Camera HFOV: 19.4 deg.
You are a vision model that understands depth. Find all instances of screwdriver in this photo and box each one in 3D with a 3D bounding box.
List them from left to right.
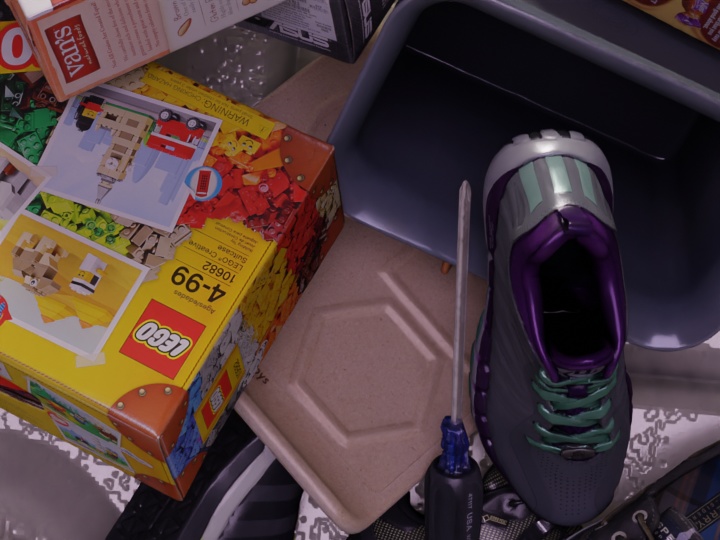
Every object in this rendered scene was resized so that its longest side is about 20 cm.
[{"bbox_3d":[0.039,0.052,0.924,0.029,0.028,0.202,-8,119,-6],"label":"screwdriver"}]

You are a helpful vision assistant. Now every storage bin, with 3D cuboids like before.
[{"bbox_3d":[0.091,-0.069,0.970,0.198,0.135,0.146,23,123,-7],"label":"storage bin"}]

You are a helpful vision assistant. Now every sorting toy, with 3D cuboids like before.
[{"bbox_3d":[0.000,0.000,0.996,0.200,0.037,0.185,-39,83,-28],"label":"sorting toy"}]

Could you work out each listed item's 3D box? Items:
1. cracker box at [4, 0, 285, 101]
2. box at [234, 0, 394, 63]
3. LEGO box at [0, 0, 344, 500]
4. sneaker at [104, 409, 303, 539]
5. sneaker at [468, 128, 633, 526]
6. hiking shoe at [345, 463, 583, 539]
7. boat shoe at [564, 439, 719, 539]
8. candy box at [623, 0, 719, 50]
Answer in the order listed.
[{"bbox_3d":[-0.068,-0.172,0.896,0.199,0.058,0.134,-26,56,-8],"label":"cracker box"},{"bbox_3d":[-0.055,-0.193,0.973,0.199,0.049,0.159,21,62,21],"label":"box"},{"bbox_3d":[-0.128,-0.018,0.906,0.199,0.077,0.150,25,68,15],"label":"LEGO box"},{"bbox_3d":[-0.062,0.119,1.020,0.201,0.071,0.083,-54,127,-11],"label":"sneaker"},{"bbox_3d":[0.084,0.044,0.907,0.074,0.088,0.202,-8,122,1],"label":"sneaker"},{"bbox_3d":[0.087,0.139,1.002,0.198,0.076,0.102,7,90,1],"label":"hiking shoe"},{"bbox_3d":[0.138,0.128,0.949,0.199,0.066,0.070,-26,68,-36],"label":"boat shoe"},{"bbox_3d":[0.169,-0.166,0.957,0.199,0.057,0.117,26,65,1],"label":"candy box"}]
